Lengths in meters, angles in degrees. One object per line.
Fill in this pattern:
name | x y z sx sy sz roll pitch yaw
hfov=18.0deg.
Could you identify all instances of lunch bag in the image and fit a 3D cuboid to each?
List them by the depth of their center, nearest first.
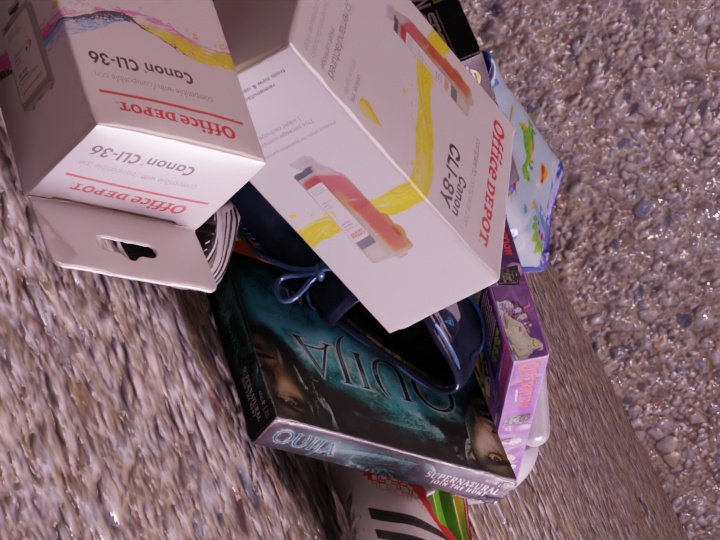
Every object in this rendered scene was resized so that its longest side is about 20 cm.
lunch bag | 0.034 -0.074 1.770 0.170 0.199 0.128 52 44 -49

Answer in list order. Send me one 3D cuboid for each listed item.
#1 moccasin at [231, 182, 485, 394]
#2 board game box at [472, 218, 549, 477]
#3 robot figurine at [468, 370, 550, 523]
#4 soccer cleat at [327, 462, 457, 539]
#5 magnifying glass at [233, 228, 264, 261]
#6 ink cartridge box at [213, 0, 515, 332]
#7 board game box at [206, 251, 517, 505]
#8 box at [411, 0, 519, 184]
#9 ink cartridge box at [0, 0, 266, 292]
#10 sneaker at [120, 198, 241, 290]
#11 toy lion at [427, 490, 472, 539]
moccasin | 0.000 0.000 1.388 0.199 0.080 0.068 34 36 -15
board game box | 0.086 0.049 1.495 0.200 0.032 0.121 96 -15 -63
robot figurine | 0.078 0.089 1.720 0.112 0.169 0.202 -8 99 -38
soccer cleat | 0.017 0.175 1.416 0.200 0.085 0.069 46 -30 45
magnifying glass | -0.060 -0.016 1.513 0.079 0.022 0.200 31 15 9
ink cartridge box | -0.001 -0.088 1.306 0.200 0.083 0.146 48 33 -29
board game box | 0.001 0.068 1.411 0.199 0.028 0.136 18 38 -38
box | 0.045 -0.171 1.561 0.160 0.044 0.201 67 2 -59
ink cartridge box | -0.123 -0.094 1.168 0.116 0.067 0.201 10 51 -43
sneaker | -0.122 -0.079 1.309 0.115 0.075 0.202 66 9 -76
toy lion | 0.041 0.116 1.560 0.192 0.068 0.201 65 15 -47
